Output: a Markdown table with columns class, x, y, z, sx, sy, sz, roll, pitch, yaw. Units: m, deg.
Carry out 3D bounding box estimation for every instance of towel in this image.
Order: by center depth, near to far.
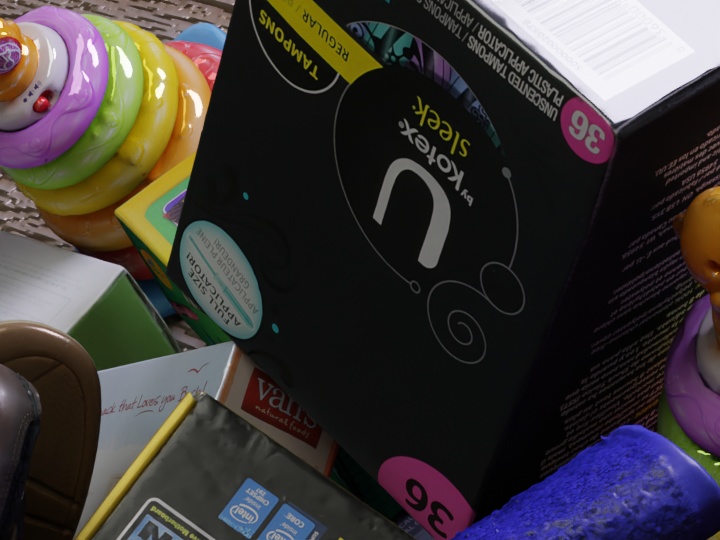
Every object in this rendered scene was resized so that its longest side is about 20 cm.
| class | x | y | z | sx | sy | sz | roll | pitch | yaw |
| --- | --- | --- | --- | --- | --- | --- | --- | --- | --- |
| towel | 0.000 | 0.112 | 0.807 | 0.199 | 0.148 | 0.050 | -31 | 77 | -13 |

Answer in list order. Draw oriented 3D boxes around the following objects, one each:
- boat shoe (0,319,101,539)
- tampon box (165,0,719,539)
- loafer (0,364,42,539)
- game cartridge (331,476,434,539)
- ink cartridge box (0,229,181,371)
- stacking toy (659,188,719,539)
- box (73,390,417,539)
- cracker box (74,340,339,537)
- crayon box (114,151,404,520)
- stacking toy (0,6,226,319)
| class | x | y | z | sx | sy | sz | roll | pitch | yaw |
| --- | --- | --- | --- | --- | --- | --- | --- | --- | --- |
| boat shoe | -0.143 | 0.100 | 0.981 | 0.072 | 0.072 | 0.201 | -108 | 37 | -70 |
| tampon box | 0.045 | -0.041 | 0.920 | 0.126 | 0.200 | 0.150 | -29 | 61 | -35 |
| loafer | -0.142 | 0.112 | 0.920 | 0.201 | 0.063 | 0.072 | -60 | 35 | 21 |
| game cartridge | 0.041 | 0.063 | 1.088 | 0.200 | 0.041 | 0.133 | -38 | 39 | -11 |
| ink cartridge box | -0.179 | 0.076 | 1.209 | 0.104 | 0.059 | 0.200 | 16 | 55 | 45 |
| stacking toy | 0.128 | 0.043 | 0.887 | 0.116 | 0.200 | 0.110 | 20 | 58 | 34 |
| box | -0.018 | 0.157 | 0.894 | 0.200 | 0.049 | 0.160 | 34 | 68 | 10 |
| cracker box | -0.088 | 0.131 | 1.000 | 0.134 | 0.058 | 0.201 | -13 | 54 | 53 |
| crayon box | 0.000 | 0.000 | 1.116 | 0.119 | 0.058 | 0.200 | -36 | 35 | -8 |
| stacking toy | -0.121 | -0.070 | 1.209 | 0.116 | 0.200 | 0.110 | -46 | 53 | 8 |
